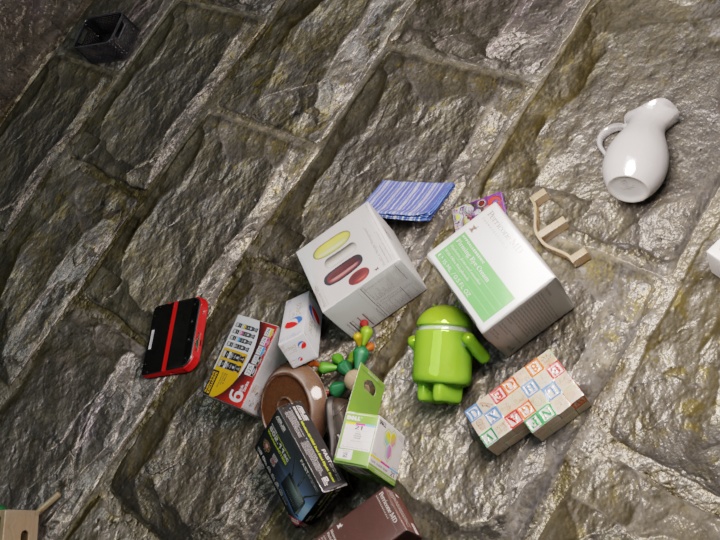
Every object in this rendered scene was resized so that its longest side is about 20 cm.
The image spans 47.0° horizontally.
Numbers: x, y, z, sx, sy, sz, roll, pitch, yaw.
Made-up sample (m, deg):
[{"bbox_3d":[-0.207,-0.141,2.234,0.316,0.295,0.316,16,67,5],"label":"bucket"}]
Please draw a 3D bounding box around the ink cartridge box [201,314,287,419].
[{"bbox_3d":[-0.270,0.214,1.897,0.175,0.084,0.201,12,71,36],"label":"ink cartridge box"}]

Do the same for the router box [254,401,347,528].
[{"bbox_3d":[-0.122,0.386,1.644,0.200,0.062,0.150,56,135,27],"label":"router box"}]

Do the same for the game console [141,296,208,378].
[{"bbox_3d":[-0.467,0.168,2.088,0.176,0.031,0.201,-14,57,31],"label":"game console"}]

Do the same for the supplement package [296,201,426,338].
[{"bbox_3d":[0.000,0.000,1.810,0.200,0.147,0.192,-35,50,9],"label":"supplement package"}]

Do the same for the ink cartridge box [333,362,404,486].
[{"bbox_3d":[0.031,0.300,1.614,0.075,0.148,0.201,4,66,27],"label":"ink cartridge box"}]

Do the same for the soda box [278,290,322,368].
[{"bbox_3d":[-0.129,0.126,1.810,0.063,0.068,0.200,-25,23,12],"label":"soda box"}]

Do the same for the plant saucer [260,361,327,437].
[{"bbox_3d":[-0.150,0.293,1.756,0.200,0.034,0.201,-4,85,42],"label":"plant saucer"}]

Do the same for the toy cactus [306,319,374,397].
[{"bbox_3d":[-0.028,0.206,1.727,0.200,0.102,0.165,-48,31,1],"label":"toy cactus"}]

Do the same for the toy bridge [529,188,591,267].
[{"bbox_3d":[0.392,-0.083,1.690,0.067,0.027,0.200,-34,51,12],"label":"toy bridge"}]

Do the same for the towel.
[{"bbox_3d":[0.102,-0.165,1.885,0.199,0.024,0.145,7,41,34],"label":"towel"}]

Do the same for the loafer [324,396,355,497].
[{"bbox_3d":[-0.027,0.350,1.653,0.071,0.073,0.201,-8,81,4],"label":"loafer"}]

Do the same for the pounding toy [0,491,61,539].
[{"bbox_3d":[-0.847,0.642,1.998,0.183,0.142,0.201,-13,68,26],"label":"pounding toy"}]

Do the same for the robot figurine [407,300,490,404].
[{"bbox_3d":[0.162,0.159,1.623,0.175,0.115,0.201,-11,70,51],"label":"robot figurine"}]

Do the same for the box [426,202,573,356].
[{"bbox_3d":[0.269,0.021,1.578,0.171,0.200,0.199,-38,61,7],"label":"box"}]

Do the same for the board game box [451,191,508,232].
[{"bbox_3d":[0.265,-0.064,1.760,0.120,0.032,0.201,-18,55,18],"label":"board game box"}]

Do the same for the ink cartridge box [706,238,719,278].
[{"bbox_3d":[0.719,-0.009,1.406,0.146,0.086,0.200,-45,51,2],"label":"ink cartridge box"}]

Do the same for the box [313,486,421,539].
[{"bbox_3d":[0.005,0.513,1.561,0.200,0.075,0.100,-38,50,5],"label":"box"}]

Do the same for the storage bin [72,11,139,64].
[{"bbox_3d":[-0.877,-0.801,2.857,0.199,0.094,0.136,3,65,34],"label":"storage bin"}]

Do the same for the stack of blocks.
[{"bbox_3d":[0.308,0.255,1.527,0.200,0.059,0.115,-38,51,8],"label":"stack of blocks"}]

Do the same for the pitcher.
[{"bbox_3d":[0.532,-0.231,1.644,0.171,0.121,0.201,-13,44,50],"label":"pitcher"}]
